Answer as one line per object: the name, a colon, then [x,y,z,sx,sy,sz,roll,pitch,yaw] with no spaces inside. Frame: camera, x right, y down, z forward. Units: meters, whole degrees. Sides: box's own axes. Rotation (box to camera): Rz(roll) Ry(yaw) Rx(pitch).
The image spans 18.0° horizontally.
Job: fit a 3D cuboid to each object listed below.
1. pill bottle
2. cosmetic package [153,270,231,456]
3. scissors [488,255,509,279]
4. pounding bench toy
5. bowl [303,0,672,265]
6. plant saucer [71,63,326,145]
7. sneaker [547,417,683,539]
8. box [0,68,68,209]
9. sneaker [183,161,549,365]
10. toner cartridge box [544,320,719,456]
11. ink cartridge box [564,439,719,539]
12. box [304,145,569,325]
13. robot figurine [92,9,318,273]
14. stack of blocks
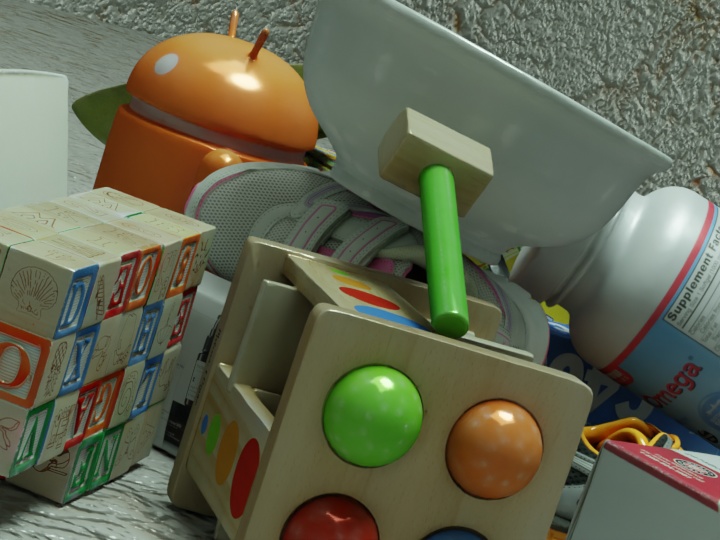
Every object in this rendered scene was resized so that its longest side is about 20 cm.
pill bottle: [0.184,0.026,1.215,0.199,0.109,0.109,33,8,-3]
cosmetic package: [-0.101,0.037,1.130,0.199,0.083,0.050,24,9,34]
scissors: [0.099,0.034,1.357,0.072,0.202,0.014,5,-29,-16]
pounding bench toy: [0.017,0.041,0.950,0.123,0.202,0.156,16,8,-18]
bowl: [0.046,-0.064,1.118,0.200,0.091,0.201,29,4,-2]
plant saucer: [-0.082,-0.098,1.429,0.198,0.031,0.200,-6,-4,0]
sneaker: [0.151,0.118,1.182,0.199,0.078,0.078,14,7,-37]
box: [-0.243,-0.038,1.024,0.198,0.110,0.128,2,4,11]
sneaker: [0.000,0.000,1.132,0.199,0.082,0.088,23,0,10]
toner cartridge box: [0.126,0.085,1.280,0.198,0.096,0.043,14,10,-24]
ink cartridge box: [0.213,0.151,1.074,0.199,0.084,0.145,11,11,-43]
box: [0.038,0.009,1.484,0.191,0.123,0.200,16,8,-19]
robot figurine: [-0.092,-0.045,1.271,0.116,0.202,0.144,22,10,24]
stack of blocks: [-0.130,0.034,0.965,0.058,0.116,0.200,20,9,10]
